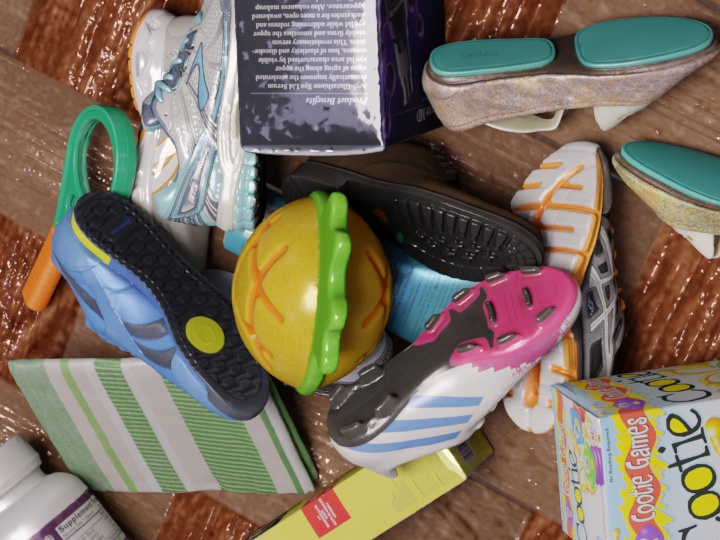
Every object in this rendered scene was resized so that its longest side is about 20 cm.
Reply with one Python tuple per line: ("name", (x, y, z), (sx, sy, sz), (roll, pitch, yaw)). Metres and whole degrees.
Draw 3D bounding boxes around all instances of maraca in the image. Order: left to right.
("maraca", (-0.029, 0.013, 1.288), (0.106, 0.200, 0.138), (1, 85, -10))

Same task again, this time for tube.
("tube", (0.000, 0.000, 1.396), (0.199, 0.050, 0.078), (24, 115, 10))

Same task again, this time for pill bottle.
("pill bottle", (-0.231, 0.227, 1.481), (0.112, 0.112, 0.200), (-38, 92, 23))

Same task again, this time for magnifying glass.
("magnifying glass", (-0.211, -0.042, 1.442), (0.200, 0.022, 0.080), (-56, 49, 39))

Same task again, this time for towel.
("towel", (-0.144, 0.113, 1.445), (0.199, 0.023, 0.153), (-3, 134, 22))

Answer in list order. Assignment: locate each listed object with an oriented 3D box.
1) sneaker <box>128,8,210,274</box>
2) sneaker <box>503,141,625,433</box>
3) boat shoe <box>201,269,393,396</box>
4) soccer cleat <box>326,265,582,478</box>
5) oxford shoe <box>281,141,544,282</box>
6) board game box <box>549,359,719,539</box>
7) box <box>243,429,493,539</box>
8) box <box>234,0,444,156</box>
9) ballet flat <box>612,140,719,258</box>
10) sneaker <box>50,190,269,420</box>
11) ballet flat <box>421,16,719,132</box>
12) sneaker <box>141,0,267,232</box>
("sneaker", (-0.115, -0.088, 1.407), (0.092, 0.076, 0.201), (2, 103, 15))
("sneaker", (0.145, 0.012, 1.331), (0.078, 0.077, 0.201), (8, 90, 50))
("boat shoe", (-0.066, 0.054, 1.421), (0.199, 0.069, 0.057), (14, 147, 26))
("soccer cleat", (0.070, 0.069, 1.306), (0.200, 0.086, 0.070), (-33, 46, 13))
("oxford shoe", (0.047, -0.052, 1.339), (0.199, 0.084, 0.073), (23, 143, 28))
("board game box", (0.235, 0.118, 1.253), (0.199, 0.103, 0.105), (-8, 100, -10))
("box", (-0.002, 0.171, 1.415), (0.200, 0.075, 0.050), (-34, 88, 24))
("box", (-0.012, -0.185, 1.307), (0.104, 0.148, 0.201), (1, 102, 19))
("ballet flat", (0.259, -0.033, 1.285), (0.199, 0.071, 0.071), (13, 105, 17))
("sneaker", (-0.143, 0.036, 1.365), (0.200, 0.066, 0.079), (47, 132, 11))
("ballet flat", (0.142, -0.127, 1.306), (0.199, 0.068, 0.067), (-3, 128, 10))
("sneaker", (-0.110, -0.127, 1.337), (0.086, 0.078, 0.201), (-1, 87, 1))
